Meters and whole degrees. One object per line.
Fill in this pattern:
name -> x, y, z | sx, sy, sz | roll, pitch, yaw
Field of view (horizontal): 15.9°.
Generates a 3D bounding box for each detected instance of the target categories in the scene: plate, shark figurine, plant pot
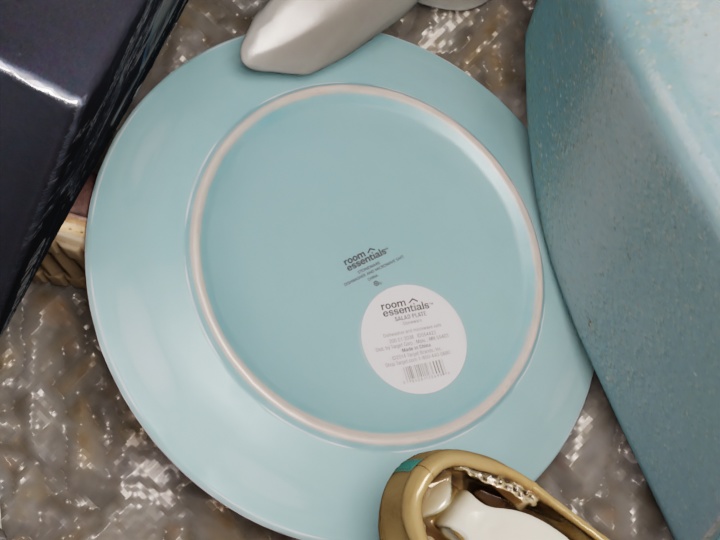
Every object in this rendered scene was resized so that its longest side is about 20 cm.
plate -> 0.000, 0.000, 0.929 | 0.199, 0.026, 0.201 | 8, 69, -20
shark figurine -> 0.027, -0.174, 0.942 | 0.128, 0.089, 0.215 | 6, 85, -35
plant pot -> 0.160, -0.052, 0.889 | 0.196, 0.196, 0.200 | -26, 73, -16

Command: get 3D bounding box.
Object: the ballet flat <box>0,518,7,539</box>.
ballet flat -> -0.180, 0.048, 0.930 | 0.072, 0.072, 0.201 | -29, 78, -9

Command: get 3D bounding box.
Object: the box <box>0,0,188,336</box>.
box -> -0.116, -0.103, 0.830 | 0.117, 0.197, 0.200 | 28, 59, -3

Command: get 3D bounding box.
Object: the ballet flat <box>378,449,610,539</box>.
ballet flat -> 0.086, 0.129, 0.831 | 0.200, 0.063, 0.069 | 36, 75, 8

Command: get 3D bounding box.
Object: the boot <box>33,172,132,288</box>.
boot -> -0.138, -0.094, 0.957 | 0.199, 0.072, 0.167 | 20, 74, 2
